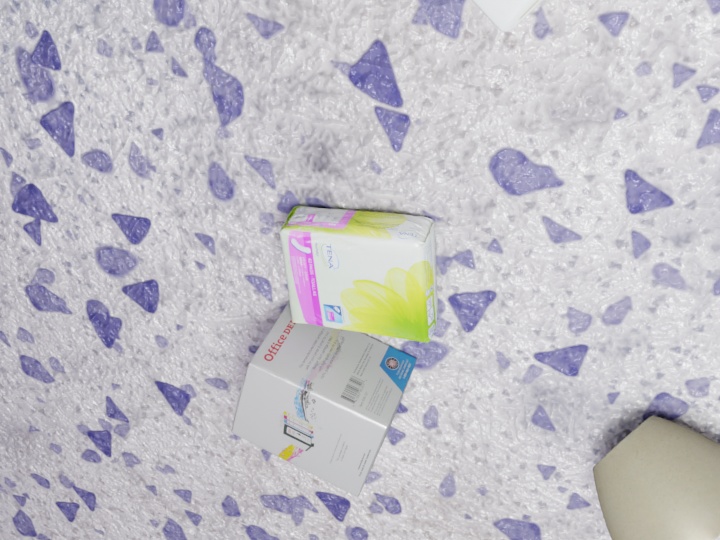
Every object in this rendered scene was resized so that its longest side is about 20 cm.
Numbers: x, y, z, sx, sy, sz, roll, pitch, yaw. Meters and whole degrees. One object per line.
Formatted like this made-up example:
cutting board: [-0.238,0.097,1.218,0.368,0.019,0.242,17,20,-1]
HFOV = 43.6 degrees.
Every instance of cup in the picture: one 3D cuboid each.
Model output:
cup: [0.367,0.265,1.093,0.144,0.198,0.201,50,131,20]

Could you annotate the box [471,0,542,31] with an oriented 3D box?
box: [0.150,-0.355,0.763,0.171,0.200,0.199,44,127,-9]

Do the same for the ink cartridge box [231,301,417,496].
ink cartridge box: [-0.050,0.170,1.218,0.197,0.148,0.146,25,128,7]

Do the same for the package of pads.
package of pads: [0.000,0.000,1.139,0.196,0.069,0.157,7,125,18]
